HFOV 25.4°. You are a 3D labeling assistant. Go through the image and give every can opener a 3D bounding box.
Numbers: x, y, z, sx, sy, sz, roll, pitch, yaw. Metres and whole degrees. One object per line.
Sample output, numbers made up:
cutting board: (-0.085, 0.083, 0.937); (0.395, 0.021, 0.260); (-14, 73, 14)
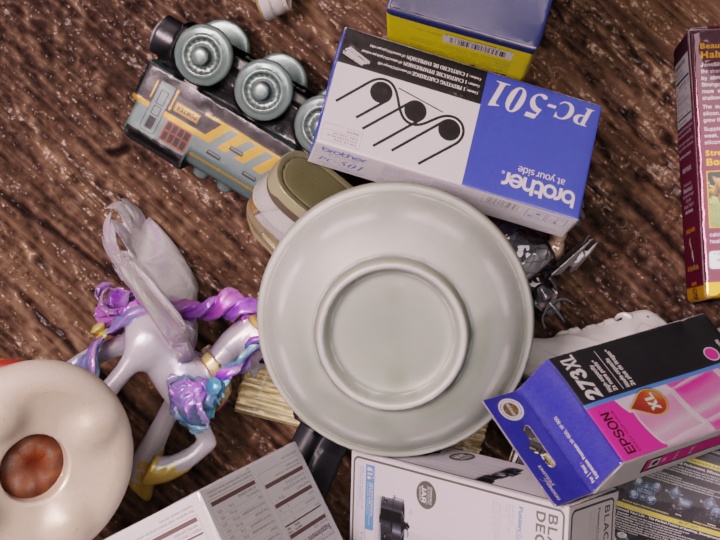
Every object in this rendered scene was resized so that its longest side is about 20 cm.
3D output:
can opener: (-0.035, 0.135, 1.209); (0.078, 0.063, 0.201); (19, 103, -23)

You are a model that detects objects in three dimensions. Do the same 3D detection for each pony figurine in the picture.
pony figurine: (-0.151, 0.054, 1.193); (0.200, 0.167, 0.193); (-44, 101, 8)

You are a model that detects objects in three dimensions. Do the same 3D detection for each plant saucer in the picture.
plant saucer: (0.023, 0.041, 1.117); (0.198, 0.050, 0.202); (1, 103, 4)

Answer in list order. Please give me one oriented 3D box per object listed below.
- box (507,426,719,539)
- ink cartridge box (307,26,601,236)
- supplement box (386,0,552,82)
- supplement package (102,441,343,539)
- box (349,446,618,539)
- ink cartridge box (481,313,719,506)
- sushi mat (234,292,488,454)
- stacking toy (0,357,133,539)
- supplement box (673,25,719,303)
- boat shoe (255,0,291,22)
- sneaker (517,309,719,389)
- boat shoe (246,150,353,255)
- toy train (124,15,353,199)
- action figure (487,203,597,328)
box: (0.200, 0.179, 1.175); (0.198, 0.049, 0.162); (16, 120, 4)
ink cartridge box: (0.070, -0.100, 1.164); (0.198, 0.044, 0.095); (16, 71, -6)
supplement box: (0.084, -0.206, 1.162); (0.109, 0.200, 0.110); (16, 87, 2)
supplement package: (-0.130, 0.226, 1.135); (0.199, 0.156, 0.112); (-29, 85, 24)
box: (0.084, 0.195, 1.143); (0.199, 0.060, 0.118); (11, 102, 41)
ink cartridge box: (0.190, 0.094, 1.111); (0.199, 0.037, 0.095); (-15, 54, -30)
sushi mat: (0.005, 0.086, 1.241); (0.198, 0.012, 0.097); (13, 87, 3)
stacking toy: (-0.260, 0.111, 1.129); (0.145, 0.200, 0.147); (-9, 108, -29)
supplement box: (0.300, -0.079, 1.204); (0.109, 0.086, 0.202); (-3, 87, 2)
boat shoe: (-0.053, -0.294, 1.238); (0.069, 0.071, 0.202); (0, 85, 4)
sneaker: (0.190, 0.072, 1.216); (0.198, 0.075, 0.088); (10, 72, -2)
boat shoe: (0.000, 0.000, 1.185); (0.200, 0.068, 0.075); (46, 46, -3)
toy train: (-0.084, -0.112, 1.225); (0.199, 0.085, 0.115); (31, 105, 0)
action figure: (0.097, -0.041, 1.220); (0.130, 0.069, 0.201); (-35, 89, -5)
